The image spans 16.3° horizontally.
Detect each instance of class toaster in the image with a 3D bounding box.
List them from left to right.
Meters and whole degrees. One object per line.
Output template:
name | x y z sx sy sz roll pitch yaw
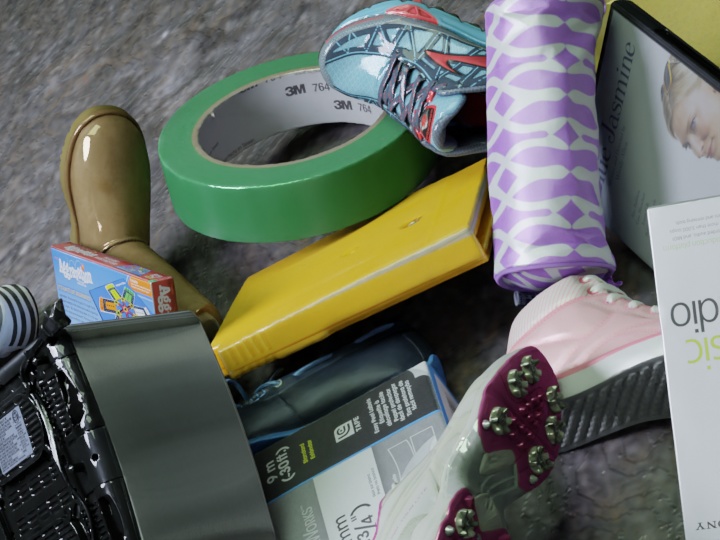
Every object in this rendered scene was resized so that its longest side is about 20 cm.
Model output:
toaster | -0.159 0.130 1.561 0.200 0.118 0.181 -37 70 49

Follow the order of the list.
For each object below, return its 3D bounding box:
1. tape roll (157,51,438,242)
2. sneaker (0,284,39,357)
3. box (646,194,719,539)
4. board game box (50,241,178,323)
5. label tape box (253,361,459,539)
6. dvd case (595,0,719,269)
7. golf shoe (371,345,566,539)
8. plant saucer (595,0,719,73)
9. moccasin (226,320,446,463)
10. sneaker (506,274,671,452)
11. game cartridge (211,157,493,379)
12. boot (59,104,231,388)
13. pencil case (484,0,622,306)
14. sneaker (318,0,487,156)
tape roll | -0.044 -0.092 1.807 0.200 0.048 0.201 -11 30 7
sneaker | -0.307 0.076 1.889 0.200 0.115 0.076 -40 73 37
box | 0.243 0.052 1.414 0.144 0.036 0.201 -10 83 28
board game box | -0.168 0.042 1.744 0.019 0.103 0.200 -13 13 -24
label tape box | -0.016 0.166 1.565 0.200 0.063 0.144 -29 39 9
dvd case | 0.198 -0.070 1.592 0.017 0.143 0.200 -3 28 -24
golf shoe | 0.054 0.120 1.456 0.091 0.075 0.200 -12 33 38
plant saucer | 0.247 -0.191 1.735 0.200 0.048 0.200 -31 39 8
moccasin | -0.040 0.099 1.651 0.199 0.081 0.068 -23 47 -3
sneaker | 0.172 0.039 1.537 0.200 0.075 0.105 -19 47 28
game cartridge | 0.000 0.000 1.692 0.200 0.033 0.176 -27 12 15
boot | -0.148 -0.004 1.779 0.066 0.176 0.200 -11 29 -23
pencil case | 0.125 -0.082 1.610 0.084 0.085 0.201 153 117 -66
sneaker | 0.056 -0.125 1.708 0.199 0.080 0.096 12 38 20
